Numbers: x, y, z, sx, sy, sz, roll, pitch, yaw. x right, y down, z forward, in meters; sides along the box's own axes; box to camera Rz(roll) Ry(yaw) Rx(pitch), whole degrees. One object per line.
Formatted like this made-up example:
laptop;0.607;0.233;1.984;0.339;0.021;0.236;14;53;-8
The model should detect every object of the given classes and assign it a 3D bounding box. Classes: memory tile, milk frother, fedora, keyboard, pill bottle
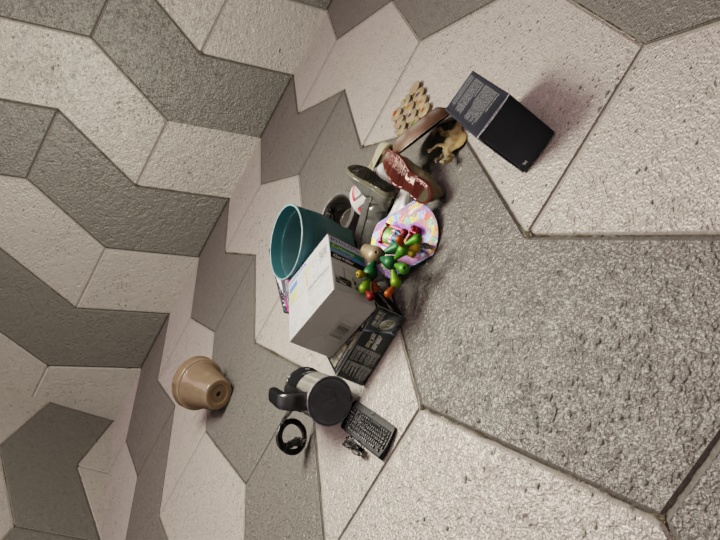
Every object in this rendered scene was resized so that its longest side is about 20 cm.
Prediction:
memory tile;0.152;-0.487;1.751;0.154;0.017;0.202;-48;31;29
milk frother;-0.124;0.359;1.407;0.187;0.178;0.204;-5;102;65
fedora;-0.044;-0.148;1.732;0.179;0.089;0.200;-63;33;5
keyboard;0.001;0.363;1.276;0.199;0.039;0.106;9;75;63
pill bottle;0.066;-0.234;1.587;0.199;0.110;0.112;-31;42;48

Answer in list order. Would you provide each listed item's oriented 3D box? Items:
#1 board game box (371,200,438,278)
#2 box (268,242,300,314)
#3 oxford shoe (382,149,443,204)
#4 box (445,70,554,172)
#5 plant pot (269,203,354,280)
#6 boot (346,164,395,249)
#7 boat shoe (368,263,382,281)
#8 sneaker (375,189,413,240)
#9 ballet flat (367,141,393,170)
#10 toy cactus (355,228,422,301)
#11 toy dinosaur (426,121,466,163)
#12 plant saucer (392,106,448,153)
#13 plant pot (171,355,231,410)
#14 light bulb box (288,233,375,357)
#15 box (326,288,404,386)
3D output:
board game box;0.095;-0.083;1.398;0.198;0.039;0.161;-29;61;28
box;-0.178;0.016;1.697;0.114;0.130;0.204;4;109;61
oxford shoe;0.131;-0.237;1.447;0.201;0.074;0.071;51;132;29
box;0.292;-0.320;1.216;0.105;0.146;0.201;-53;30;19
plant pot;-0.123;-0.066;1.555;0.199;0.185;0.204;-18;69;56
boot;0.012;-0.162;1.546;0.182;0.072;0.202;43;138;33
boat shoe;0.000;0.000;1.551;0.199;0.071;0.063;-25;48;55
sneaker;0.122;-0.141;1.477;0.084;0.073;0.202;29;89;36
ballet flat;0.052;-0.300;1.730;0.069;0.069;0.203;6;72;61
toy cactus;0.050;-0.027;1.323;0.201;0.102;0.164;-52;38;-8
toy dinosaur;0.232;-0.341;1.465;0.100;0.058;0.203;1;62;43
plant saucer;0.157;-0.373;1.511;0.199;0.037;0.200;-38;5;4
plant pot;-0.570;0.433;2.104;0.173;0.199;0.204;10;75;45
light bulb box;-0.076;0.061;1.385;0.199;0.123;0.202;-48;31;30
box;0.000;0.148;1.407;0.202;0.085;0.164;-59;27;10
